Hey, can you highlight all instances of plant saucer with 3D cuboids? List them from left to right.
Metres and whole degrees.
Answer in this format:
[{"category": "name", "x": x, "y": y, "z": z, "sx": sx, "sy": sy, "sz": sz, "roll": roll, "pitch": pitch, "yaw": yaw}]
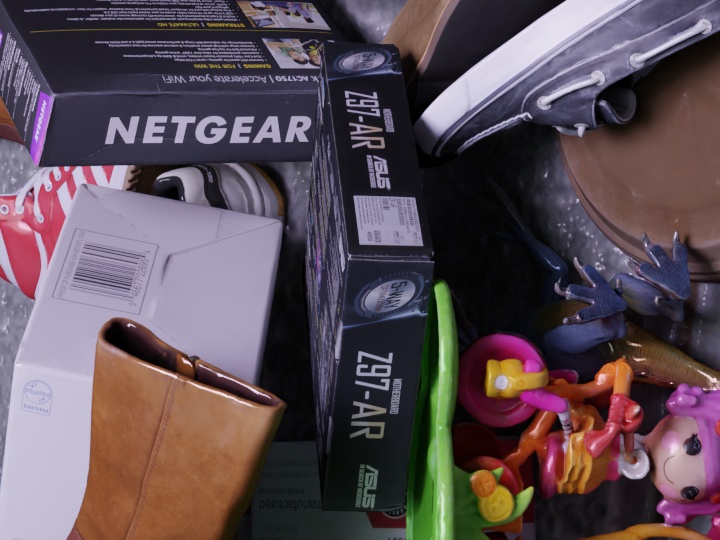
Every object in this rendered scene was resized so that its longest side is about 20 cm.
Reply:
[{"category": "plant saucer", "x": 0.174, "y": -0.095, "z": 1.113, "sx": 0.199, "sy": 0.029, "sz": 0.201, "roll": -2, "pitch": 87, "yaw": 42}]

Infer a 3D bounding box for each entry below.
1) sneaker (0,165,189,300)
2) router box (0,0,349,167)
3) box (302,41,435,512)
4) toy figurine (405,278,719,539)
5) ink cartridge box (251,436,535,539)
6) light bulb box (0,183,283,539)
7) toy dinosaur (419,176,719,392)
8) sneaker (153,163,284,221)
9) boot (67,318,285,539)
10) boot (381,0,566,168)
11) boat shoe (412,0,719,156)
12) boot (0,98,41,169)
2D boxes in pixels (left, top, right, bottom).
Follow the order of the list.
[{"category": "sneaker", "x": -0.169, "y": -0.060, "z": 1.343, "sx": 0.112, "sy": 0.071, "sz": 0.201, "roll": 30, "pitch": 114, "yaw": 23}, {"category": "router box", "x": -0.106, "y": -0.120, "z": 1.227, "sx": 0.149, "sy": 0.199, "sz": 0.051, "roll": 57, "pitch": 140, "yaw": 44}, {"category": "box", "x": 0.000, "y": 0.000, "z": 1.137, "sx": 0.200, "sy": 0.043, "sz": 0.161, "roll": -97, "pitch": 10, "yaw": -54}, {"category": "toy figurine", "x": 0.120, "y": 0.104, "z": 1.057, "sx": 0.150, "sy": 0.183, "sz": 0.201, "roll": -112, "pitch": 24, "yaw": -78}, {"category": "ink cartridge box", "x": 0.018, "y": 0.193, "z": 1.198, "sx": 0.145, "sy": 0.083, "sz": 0.201, "roll": -6, "pitch": 83, "yaw": 41}, {"category": "light bulb box", "x": -0.123, "y": 0.092, "z": 1.209, "sx": 0.199, "sy": 0.124, "sz": 0.201, "roll": -83, "pitch": 4, "yaw": -60}, {"category": "toy dinosaur", "x": 0.094, "y": 0.047, "z": 1.140, "sx": 0.200, "sy": 0.105, "sz": 0.182, "roll": 51, "pitch": 147, "yaw": 9}, {"category": "sneaker", "x": -0.121, "y": 0.024, "z": 1.328, "sx": 0.075, "sy": 0.087, "sz": 0.201, "roll": 30, "pitch": 108, "yaw": 38}, {"category": "boot", "x": -0.063, "y": 0.143, "z": 1.053, "sx": 0.188, "sy": 0.068, "sz": 0.201, "roll": 31, "pitch": 118, "yaw": 27}, {"category": "boot", "x": 0.059, "y": -0.147, "z": 1.176, "sx": 0.200, "sy": 0.073, "sz": 0.076, "roll": -54, "pitch": 44, "yaw": 43}, {"category": "boat shoe", "x": 0.111, "y": -0.099, "z": 1.109, "sx": 0.200, "sy": 0.072, "sz": 0.068, "roll": -33, "pitch": 91, "yaw": 32}, {"category": "boot", "x": -0.212, "y": -0.078, "z": 1.450, "sx": 0.200, "sy": 0.068, "sz": 0.189, "roll": 48, "pitch": 112, "yaw": 23}]
